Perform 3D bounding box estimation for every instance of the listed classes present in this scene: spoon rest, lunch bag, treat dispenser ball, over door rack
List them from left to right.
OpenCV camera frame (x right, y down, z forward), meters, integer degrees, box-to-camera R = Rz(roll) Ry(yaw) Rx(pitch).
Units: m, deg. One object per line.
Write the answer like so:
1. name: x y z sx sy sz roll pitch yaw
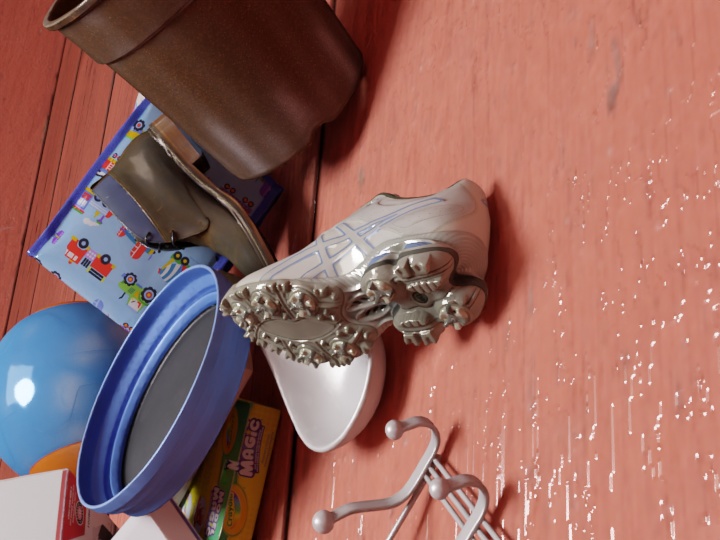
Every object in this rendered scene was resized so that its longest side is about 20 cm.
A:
1. treat dispenser ball: -0.303 0.134 1.095 0.201 0.198 0.204 -42 40 50
2. lunch bag: -0.177 -0.052 0.931 0.201 0.150 0.094 -54 1 2
3. spoon rest: -0.036 0.056 0.726 0.101 0.060 0.200 -69 24 10
4. over door rack: 0.013 0.197 0.535 0.203 0.066 0.148 -70 24 12

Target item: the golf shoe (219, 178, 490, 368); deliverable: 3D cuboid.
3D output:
1. golf shoe: 0.000 0.000 0.640 0.197 0.079 0.098 -11 42 36

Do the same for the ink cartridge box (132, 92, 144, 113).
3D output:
1. ink cartridge box: -0.165 -0.134 1.029 0.203 0.126 0.125 -68 22 14

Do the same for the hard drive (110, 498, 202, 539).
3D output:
1. hard drive: -0.165 0.276 0.838 0.133 0.025 0.200 52 136 10

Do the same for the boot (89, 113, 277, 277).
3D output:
1. boot: -0.143 -0.030 0.868 0.096 0.201 0.075 -37 -13 -6

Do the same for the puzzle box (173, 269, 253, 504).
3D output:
1. puzzle box: -0.149 0.116 0.873 0.202 0.025 0.134 -60 26 24

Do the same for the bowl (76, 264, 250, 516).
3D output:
1. bowl: -0.151 0.094 0.788 0.200 0.039 0.203 -42 31 32

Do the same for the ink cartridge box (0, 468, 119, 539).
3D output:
1. ink cartridge box: -0.286 0.308 0.986 0.202 0.082 0.146 75 -174 -50

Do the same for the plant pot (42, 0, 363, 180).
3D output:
1. plant pot: -0.113 -0.193 0.816 0.199 0.198 0.202 -32 30 21

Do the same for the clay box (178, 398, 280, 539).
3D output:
1. clay box: -0.125 0.168 0.872 0.199 0.047 0.117 -9 66 63
